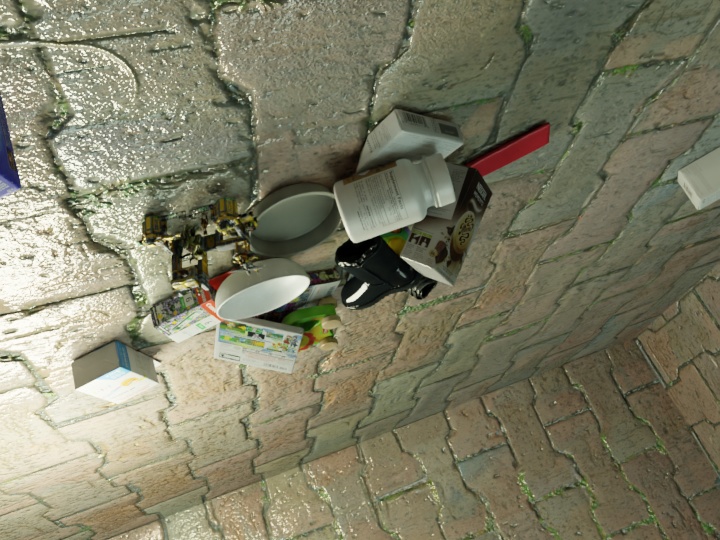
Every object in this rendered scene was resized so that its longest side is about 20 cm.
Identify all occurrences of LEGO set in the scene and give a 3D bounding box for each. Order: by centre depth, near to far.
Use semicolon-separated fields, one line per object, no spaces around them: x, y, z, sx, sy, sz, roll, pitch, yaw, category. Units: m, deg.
-0.269;-0.028;1.080;0.197;0.117;0.154;-10;156;-1;LEGO set

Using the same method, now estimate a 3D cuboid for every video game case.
-0.159;0.076;1.501;0.179;0.036;0.201;-9;150;-29;video game case
-0.244;0.172;1.506;0.197;0.022;0.183;13;140;-6;video game case

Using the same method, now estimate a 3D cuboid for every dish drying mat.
0.302;-0.243;1.327;0.198;0.018;0.077;-28;155;4;dish drying mat

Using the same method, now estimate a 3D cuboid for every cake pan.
-0.125;-0.096;1.208;0.198;0.037;0.201;-20;154;-10;cake pan

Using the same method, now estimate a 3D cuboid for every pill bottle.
0.061;-0.133;1.128;0.197;0.116;0.115;-18;155;6;pill bottle

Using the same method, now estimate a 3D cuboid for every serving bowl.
-0.204;0.028;1.291;0.198;0.067;0.200;-21;163;-6;serving bowl

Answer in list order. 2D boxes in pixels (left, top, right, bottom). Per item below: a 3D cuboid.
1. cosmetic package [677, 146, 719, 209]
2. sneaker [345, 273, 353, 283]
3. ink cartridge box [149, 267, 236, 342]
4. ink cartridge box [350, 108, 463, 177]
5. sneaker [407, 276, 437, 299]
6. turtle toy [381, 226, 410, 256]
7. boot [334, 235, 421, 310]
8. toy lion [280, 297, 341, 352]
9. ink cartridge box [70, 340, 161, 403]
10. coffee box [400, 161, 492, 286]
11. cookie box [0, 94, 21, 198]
1.003;-0.274;1.767;0.198;0.114;0.081;-29;154;14;cosmetic package
0.052;0.003;1.502;0.199;0.078;0.076;-31;155;16;sneaker
-0.327;0.075;1.339;0.198;0.051;0.109;-25;154;2;ink cartridge box
0.065;-0.209;1.170;0.161;0.058;0.199;0;160;-41;ink cartridge box
0.107;0.042;1.596;0.199;0.100;0.070;-35;154;24;sneaker
0.057;-0.054;1.366;0.144;0.103;0.199;-7;162;27;turtle toy
0.000;0.000;1.259;0.198;0.077;0.168;-21;144;32;boot
-0.148;0.150;1.549;0.189;0.069;0.201;-9;151;-12;toy lion
-0.539;0.237;1.438;0.114;0.068;0.200;-26;154;3;ink cartridge box
0.166;-0.088;1.208;0.113;0.079;0.202;33;79;-57;coffee box
-0.446;-0.177;0.628;0.075;0.172;0.200;-28;154;1;cookie box
